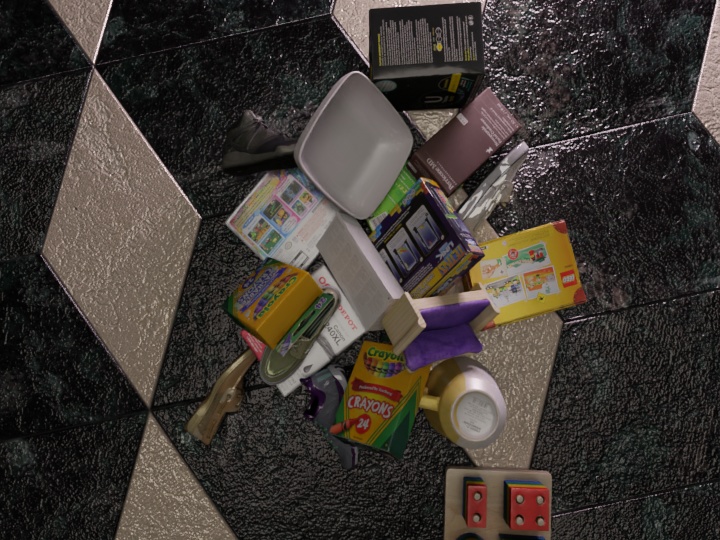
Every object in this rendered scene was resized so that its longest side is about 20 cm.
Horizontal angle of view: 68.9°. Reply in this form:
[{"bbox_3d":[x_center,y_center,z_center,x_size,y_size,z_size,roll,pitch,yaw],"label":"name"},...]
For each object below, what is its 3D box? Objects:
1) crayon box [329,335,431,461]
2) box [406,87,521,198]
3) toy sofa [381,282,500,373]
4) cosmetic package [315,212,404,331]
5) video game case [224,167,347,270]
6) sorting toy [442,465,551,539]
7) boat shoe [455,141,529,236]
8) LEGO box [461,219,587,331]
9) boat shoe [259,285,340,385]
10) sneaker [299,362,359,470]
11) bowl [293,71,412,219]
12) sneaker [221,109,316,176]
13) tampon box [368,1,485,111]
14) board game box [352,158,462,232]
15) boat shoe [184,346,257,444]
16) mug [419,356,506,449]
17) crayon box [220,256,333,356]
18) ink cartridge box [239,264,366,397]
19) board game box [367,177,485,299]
[{"bbox_3d":[0.040,0.197,0.882,0.124,0.051,0.204,1,58,39],"label":"crayon box"},{"bbox_3d":[0.189,-0.228,0.965,0.200,0.075,0.100,-43,89,-10],"label":"box"},{"bbox_3d":[0.140,0.089,0.858,0.196,0.083,0.099,-5,56,-39],"label":"toy sofa"},{"bbox_3d":[0.000,0.000,0.922,0.083,0.050,0.202,-51,56,30],"label":"cosmetic package"},{"bbox_3d":[-0.132,-0.104,1.008,0.181,0.024,0.201,42,89,4],"label":"video game case"},{"bbox_3d":[0.251,0.470,0.943,0.194,0.070,0.205,2,87,1],"label":"sorting toy"},{"bbox_3d":[0.252,-0.146,0.978,0.065,0.072,0.201,41,89,-1],"label":"boat shoe"},{"bbox_3d":[0.290,0.010,0.964,0.194,0.077,0.153,-15,87,1],"label":"LEGO box"},{"bbox_3d":[-0.107,0.107,0.891,0.071,0.062,0.202,36,89,3],"label":"boat shoe"},{"bbox_3d":[-0.059,0.270,0.937,0.085,0.074,0.206,-14,103,-20],"label":"sneaker"},{"bbox_3d":[-0.019,-0.216,0.932,0.199,0.074,0.203,38,80,-36],"label":"bowl"},{"bbox_3d":[-0.168,-0.246,0.975,0.194,0.076,0.118,-3,82,19],"label":"sneaker"},{"bbox_3d":[0.113,-0.380,0.954,0.194,0.150,0.130,-3,85,1],"label":"tampon box"},{"bbox_3d":[0.091,-0.154,1.003,0.197,0.030,0.097,-29,86,2],"label":"board game box"},{"bbox_3d":[-0.244,0.230,0.973,0.064,0.071,0.202,37,98,-1],"label":"boat shoe"},{"bbox_3d":[0.170,0.244,0.917,0.182,0.153,0.153,-22,87,1],"label":"mug"},{"bbox_3d":[-0.145,0.052,0.882,0.126,0.198,0.052,-48,123,-17],"label":"crayon box"},{"bbox_3d":[-0.097,0.106,0.965,0.198,0.083,0.147,-38,86,0],"label":"ink cartridge box"},{"bbox_3d":[0.094,-0.027,0.909,0.200,0.056,0.168,-46,59,30],"label":"board game box"}]
